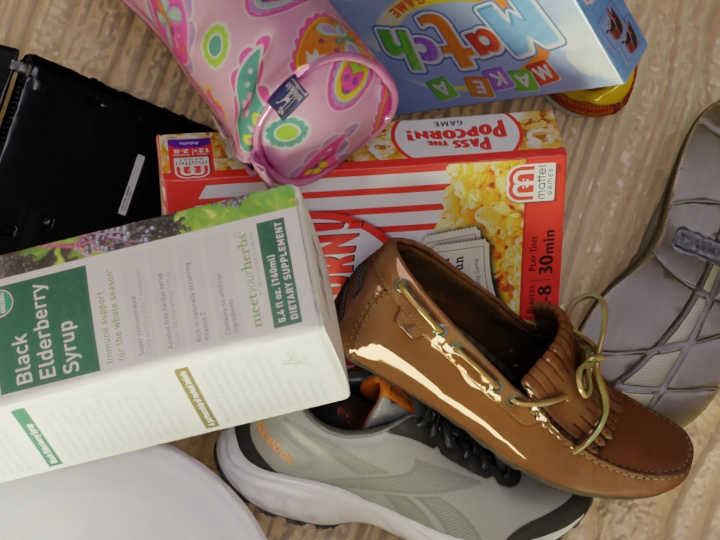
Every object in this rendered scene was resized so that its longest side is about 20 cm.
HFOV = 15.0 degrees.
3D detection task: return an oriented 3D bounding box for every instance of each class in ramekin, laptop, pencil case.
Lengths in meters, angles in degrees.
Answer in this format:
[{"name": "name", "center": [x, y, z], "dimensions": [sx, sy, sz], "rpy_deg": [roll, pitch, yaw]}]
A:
[{"name": "ramekin", "center": [-0.136, 0.182, 1.358], "dimensions": [0.201, 0.094, 0.204], "rpy_deg": [1, 84, -6]}, {"name": "laptop", "center": [-0.195, -0.021, 1.413], "dimensions": [0.199, 0.103, 0.178], "rpy_deg": [21, 83, -29]}, {"name": "pencil case", "center": [-0.066, -0.125, 1.321], "dimensions": [0.087, 0.088, 0.200], "rpy_deg": [-34, 56, -7]}]

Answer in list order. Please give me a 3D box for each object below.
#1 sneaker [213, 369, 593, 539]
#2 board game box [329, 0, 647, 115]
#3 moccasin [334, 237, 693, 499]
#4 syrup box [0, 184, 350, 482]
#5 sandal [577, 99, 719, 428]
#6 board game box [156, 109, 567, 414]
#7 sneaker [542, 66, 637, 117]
[{"name": "sneaker", "center": [0.031, 0.093, 1.368], "dimensions": [0.199, 0.074, 0.080], "rpy_deg": [12, 127, -21]}, {"name": "board game box", "center": [0.032, -0.168, 1.340], "dimensions": [0.200, 0.151, 0.037], "rpy_deg": [55, 48, -30]}, {"name": "moccasin", "center": [0.083, 0.047, 1.342], "dimensions": [0.201, 0.074, 0.078], "rpy_deg": [34, 122, -12]}, {"name": "syrup box", "center": [-0.112, 0.033, 1.284], "dimensions": [0.199, 0.082, 0.079], "rpy_deg": [-13, 61, 4]}, {"name": "sandal", "center": [0.167, 0.005, 1.424], "dimensions": [0.080, 0.054, 0.201], "rpy_deg": [26, 82, -2]}, {"name": "board game box", "center": [0.000, 0.000, 1.371], "dimensions": [0.199, 0.046, 0.152], "rpy_deg": [-4, 125, -5]}, {"name": "sneaker", "center": [0.076, -0.166, 1.419], "dimensions": [0.073, 0.077, 0.200], "rpy_deg": [-45, 89, -6]}]
